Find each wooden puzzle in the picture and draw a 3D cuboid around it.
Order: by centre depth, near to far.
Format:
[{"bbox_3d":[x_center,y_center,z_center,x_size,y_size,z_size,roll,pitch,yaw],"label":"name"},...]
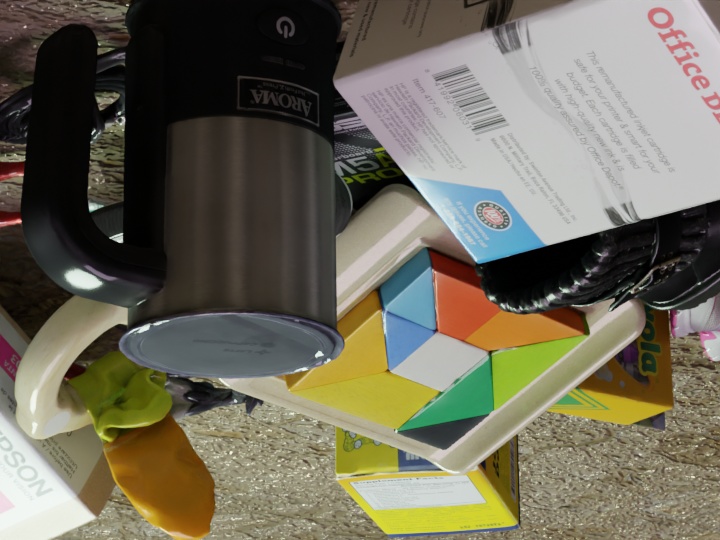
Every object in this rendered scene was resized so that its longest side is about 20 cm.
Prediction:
[{"bbox_3d":[0.041,0.045,1.617,0.200,0.037,0.185,26,128,-33],"label":"wooden puzzle"}]

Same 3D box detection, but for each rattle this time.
[{"bbox_3d":[-0.129,0.053,1.698,0.130,0.143,0.200,2,134,-36],"label":"rattle"}]

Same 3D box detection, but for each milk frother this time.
[{"bbox_3d":[-0.107,-0.037,1.474,0.180,0.188,0.200,5,160,-14],"label":"milk frother"}]

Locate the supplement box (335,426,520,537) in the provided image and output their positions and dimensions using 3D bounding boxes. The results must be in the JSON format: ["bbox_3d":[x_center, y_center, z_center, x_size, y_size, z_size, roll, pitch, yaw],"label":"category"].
[{"bbox_3d":[0.053,0.126,2.075,0.109,0.110,0.200,-5,161,11],"label":"supplement box"}]

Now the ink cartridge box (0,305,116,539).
[{"bbox_3d":[-0.280,0.100,1.812,0.165,0.075,0.200,-26,114,32],"label":"ink cartridge box"}]

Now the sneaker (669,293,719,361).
[{"bbox_3d":[0.251,0.006,1.793,0.088,0.082,0.200,-9,168,19],"label":"sneaker"}]

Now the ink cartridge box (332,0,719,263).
[{"bbox_3d":[0.112,-0.099,1.377,0.200,0.084,0.146,-15,130,32],"label":"ink cartridge box"}]

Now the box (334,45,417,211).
[{"bbox_3d":[0.056,-0.087,1.553,0.200,0.044,0.160,-10,159,26],"label":"box"}]

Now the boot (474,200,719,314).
[{"bbox_3d":[0.175,-0.046,1.508,0.158,0.079,0.211,4,136,-45],"label":"boot"}]

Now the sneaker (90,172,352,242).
[{"bbox_3d":[-0.063,-0.036,1.599,0.200,0.076,0.115,-12,-175,40],"label":"sneaker"}]

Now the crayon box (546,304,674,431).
[{"bbox_3d":[0.132,0.025,1.759,0.200,0.126,0.052,12,157,-33],"label":"crayon box"}]

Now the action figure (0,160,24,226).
[{"bbox_3d":[-0.276,-0.022,1.697,0.200,0.065,0.099,-3,152,8],"label":"action figure"}]

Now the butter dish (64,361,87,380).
[{"bbox_3d":[-0.268,0.130,1.959,0.199,0.148,0.200,24,161,4],"label":"butter dish"}]

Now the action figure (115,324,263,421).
[{"bbox_3d":[-0.113,0.047,1.838,0.102,0.119,0.200,2,167,-22],"label":"action figure"}]
